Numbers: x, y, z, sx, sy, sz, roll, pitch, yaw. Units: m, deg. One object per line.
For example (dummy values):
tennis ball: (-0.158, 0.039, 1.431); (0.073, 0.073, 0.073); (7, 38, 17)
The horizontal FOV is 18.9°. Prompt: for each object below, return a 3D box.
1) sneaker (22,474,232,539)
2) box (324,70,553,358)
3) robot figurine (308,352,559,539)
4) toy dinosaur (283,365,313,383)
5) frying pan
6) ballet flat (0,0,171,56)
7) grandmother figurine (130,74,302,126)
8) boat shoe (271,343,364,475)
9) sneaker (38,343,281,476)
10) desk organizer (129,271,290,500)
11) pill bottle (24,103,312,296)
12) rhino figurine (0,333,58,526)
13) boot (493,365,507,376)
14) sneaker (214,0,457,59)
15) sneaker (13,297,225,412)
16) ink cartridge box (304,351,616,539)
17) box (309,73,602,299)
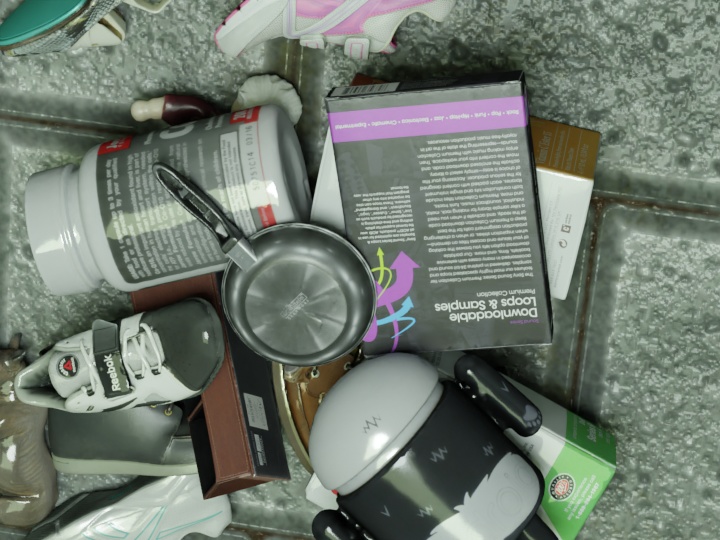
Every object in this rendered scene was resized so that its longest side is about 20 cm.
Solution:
sneaker: (-0.199, 0.220, 1.813); (0.199, 0.071, 0.081); (-23, 108, 16)
box: (0.059, -0.038, 1.557); (0.142, 0.036, 0.202); (-4, 109, 12)
robot figurine: (0.053, 0.152, 1.570); (0.200, 0.150, 0.125); (44, 134, -7)
toy dinosaur: (0.000, 0.000, 1.682); (0.200, 0.060, 0.106); (-42, 130, -7)
frying pan: (-0.061, -0.010, 1.554); (0.114, 0.031, 0.191); (-21, 112, 15)
ballet flat: (-0.189, -0.210, 1.655); (0.200, 0.072, 0.072); (-35, 101, 20)
grandmother figurine: (-0.134, -0.090, 1.696); (0.199, 0.061, 0.121); (-31, 123, 15)
boat shoe: (-0.033, 0.070, 1.727); (0.067, 0.072, 0.202); (-10, 108, 14)
sneaker: (-0.167, 0.105, 1.761); (0.198, 0.075, 0.107); (-6, 109, 12)
desk organizer: (-0.121, 0.074, 1.697); (0.076, 0.072, 0.202); (-17, 77, 18)
pill bottle: (-0.143, -0.049, 1.622); (0.198, 0.114, 0.115); (-12, 108, 9)
rhino figurine: (-0.301, 0.127, 1.798); (0.087, 0.060, 0.202); (-7, 109, -7)
boot: (0.063, 0.186, 1.757); (0.164, 0.066, 0.201); (-15, 110, 6)
sneaker: (-0.014, -0.194, 1.621); (0.199, 0.081, 0.089); (-20, 104, 16)
sneaker: (-0.186, 0.074, 1.644); (0.199, 0.088, 0.075); (-23, 80, 42)
ink cartridge box: (0.078, 0.150, 1.672); (0.199, 0.084, 0.147); (30, 107, -2)
box: (0.073, -0.065, 1.631); (0.198, 0.125, 0.098); (13, 112, 4)
